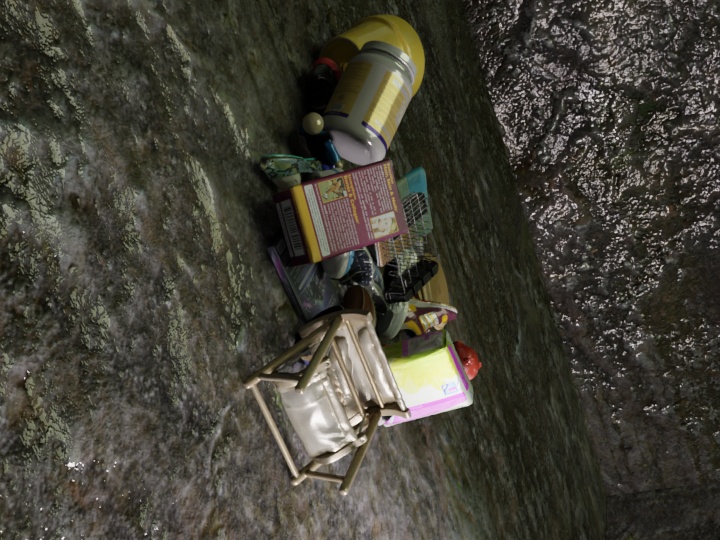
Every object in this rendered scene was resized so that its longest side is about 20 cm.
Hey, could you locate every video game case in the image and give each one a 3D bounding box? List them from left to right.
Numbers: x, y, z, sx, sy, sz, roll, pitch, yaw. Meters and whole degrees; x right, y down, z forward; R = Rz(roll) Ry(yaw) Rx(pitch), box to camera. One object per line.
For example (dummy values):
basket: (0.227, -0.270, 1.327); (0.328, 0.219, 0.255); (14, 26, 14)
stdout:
video game case: (-0.098, 0.010, 1.474); (0.144, 0.019, 0.203); (-63, 136, -57)

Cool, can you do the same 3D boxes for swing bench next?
swing bench: (-0.044, 0.197, 1.280); (0.200, 0.128, 0.202); (-43, 119, -41)

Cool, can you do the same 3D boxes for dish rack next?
dish rack: (0.096, -0.050, 1.663); (0.153, 0.054, 0.204); (-41, 127, -44)

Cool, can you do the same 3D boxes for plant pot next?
plant pot: (0.012, -0.443, 1.785); (0.188, 0.198, 0.205); (-26, 102, -51)

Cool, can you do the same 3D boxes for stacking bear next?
stacking bear: (0.152, 0.203, 1.725); (0.121, 0.196, 0.116); (39, 42, -55)

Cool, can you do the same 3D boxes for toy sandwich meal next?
toy sandwich meal: (0.157, 0.053, 2.000); (0.205, 0.069, 0.211); (-11, 90, -70)

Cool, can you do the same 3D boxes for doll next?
doll: (-0.072, -0.230, 1.566); (0.136, 0.048, 0.201); (45, -8, 26)

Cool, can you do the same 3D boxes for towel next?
towel: (0.082, -0.113, 1.691); (0.199, 0.021, 0.150); (-35, 123, -45)

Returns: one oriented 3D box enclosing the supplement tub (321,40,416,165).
supplement tub: (0.016, -0.324, 1.601); (0.145, 0.143, 0.203); (45, 65, -51)

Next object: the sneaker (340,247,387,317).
sneaker: (0.000, 0.000, 1.658); (0.087, 0.076, 0.203); (-87, 162, -48)

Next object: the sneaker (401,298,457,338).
sneaker: (0.136, 0.112, 1.860); (0.197, 0.074, 0.093); (10, 88, -36)

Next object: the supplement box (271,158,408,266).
supplement box: (-0.033, -0.098, 1.409); (0.196, 0.103, 0.134); (-18, 94, -27)

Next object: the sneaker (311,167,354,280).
sneaker: (-0.064, -0.084, 1.492); (0.086, 0.074, 0.206); (-5, 90, -56)

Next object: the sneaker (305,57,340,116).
sneaker: (-0.063, -0.323, 1.678); (0.098, 0.069, 0.204); (-50, 127, -54)

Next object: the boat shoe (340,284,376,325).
boat shoe: (-0.018, 0.109, 1.538); (0.074, 0.074, 0.204); (48, 35, -43)

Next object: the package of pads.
package of pads: (0.104, 0.209, 1.607); (0.069, 0.196, 0.157); (-78, 146, -58)

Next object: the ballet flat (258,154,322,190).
ballet flat: (-0.116, -0.169, 1.469); (0.199, 0.073, 0.076); (-15, 91, -66)

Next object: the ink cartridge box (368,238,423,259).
ink cartridge box: (0.051, -0.093, 1.766); (0.201, 0.107, 0.051); (51, 33, -46)

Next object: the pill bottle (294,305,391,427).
pill bottle: (-0.017, 0.170, 1.415); (0.202, 0.110, 0.113); (54, 30, -20)

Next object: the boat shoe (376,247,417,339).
boat shoe: (0.065, 0.042, 1.743); (0.064, 0.074, 0.207); (19, 83, -37)
